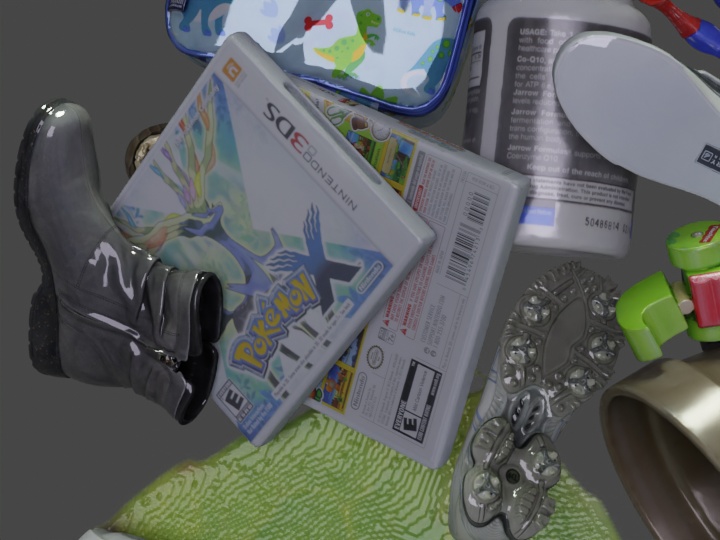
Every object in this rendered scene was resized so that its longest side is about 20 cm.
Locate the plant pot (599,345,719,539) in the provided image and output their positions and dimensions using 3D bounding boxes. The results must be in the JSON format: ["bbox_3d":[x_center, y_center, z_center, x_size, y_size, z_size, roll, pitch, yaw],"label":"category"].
[{"bbox_3d":[0.272,0.108,1.233,0.173,0.200,0.200,-33,84,-12],"label":"plant pot"}]

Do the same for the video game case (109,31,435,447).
[{"bbox_3d":[-0.070,-0.017,1.287,0.182,0.022,0.200,47,123,14],"label":"video game case"}]

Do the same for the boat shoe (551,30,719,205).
[{"bbox_3d":[0.198,-0.090,1.231,0.200,0.068,0.072,24,110,-17],"label":"boat shoe"}]

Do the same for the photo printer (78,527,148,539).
[{"bbox_3d":[-0.127,0.270,1.317,0.200,0.069,0.167,23,91,7],"label":"photo printer"}]

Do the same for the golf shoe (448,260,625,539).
[{"bbox_3d":[0.101,0.086,1.298,0.078,0.097,0.200,31,63,-6],"label":"golf shoe"}]

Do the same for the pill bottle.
[{"bbox_3d":[0.124,-0.111,1.284,0.113,0.114,0.201,6,89,6],"label":"pill bottle"}]

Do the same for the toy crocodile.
[{"bbox_3d":[0.248,0.002,1.206,0.200,0.062,0.068,-14,113,3],"label":"toy crocodile"}]

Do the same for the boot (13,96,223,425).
[{"bbox_3d":[-0.145,-0.008,1.293,0.131,0.070,0.200,14,121,28],"label":"boot"}]

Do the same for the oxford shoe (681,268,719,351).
[{"bbox_3d":[0.297,-0.021,1.284,0.200,0.073,0.085,-18,75,1],"label":"oxford shoe"}]

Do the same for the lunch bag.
[{"bbox_3d":[-0.020,-0.190,1.321,0.200,0.082,0.161,18,86,6],"label":"lunch bag"}]

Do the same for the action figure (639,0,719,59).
[{"bbox_3d":[0.270,-0.122,1.250,0.200,0.099,0.065,38,85,-25],"label":"action figure"}]

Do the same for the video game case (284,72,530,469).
[{"bbox_3d":[0.000,0.000,1.277,0.182,0.023,0.200,25,116,23],"label":"video game case"}]

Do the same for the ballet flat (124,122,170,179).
[{"bbox_3d":[-0.061,-0.052,1.335,0.200,0.046,0.068,19,89,7],"label":"ballet flat"}]
